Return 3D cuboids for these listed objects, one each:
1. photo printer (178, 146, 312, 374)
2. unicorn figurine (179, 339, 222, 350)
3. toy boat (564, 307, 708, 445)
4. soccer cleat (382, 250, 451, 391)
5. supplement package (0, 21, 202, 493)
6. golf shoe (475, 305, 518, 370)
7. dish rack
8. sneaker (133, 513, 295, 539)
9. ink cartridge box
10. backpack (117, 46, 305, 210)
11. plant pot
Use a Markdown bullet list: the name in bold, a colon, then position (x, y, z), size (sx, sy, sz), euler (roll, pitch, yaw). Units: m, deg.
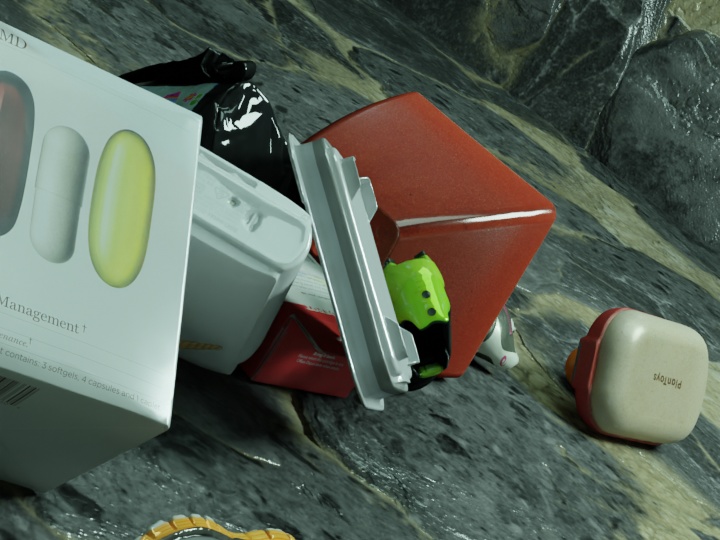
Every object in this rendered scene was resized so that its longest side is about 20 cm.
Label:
- **photo printer**: position (-0.131, -0.010, 1.192), size (0.166, 0.200, 0.070), euler (31, 59, -1)
- **unicorn figurine**: position (-0.196, 0.024, 1.115), size (0.074, 0.138, 0.200), euler (0, 20, 37)
- **toy boat**: position (0.273, 0.109, 1.760), size (0.131, 0.131, 0.200), euler (9, -6, 45)
- **soccer cleat**: position (0.044, 0.063, 1.393), size (0.200, 0.067, 0.081), euler (88, -15, -60)
- **supplement package**: position (-0.210, -0.011, 0.930), size (0.191, 0.147, 0.200), euler (23, 56, -33)
- **golf shoe**: position (0.113, 0.037, 1.729), size (0.088, 0.077, 0.200), euler (50, 13, -20)
- **dish rack**: position (0.000, 0.000, 1.221), size (0.172, 0.043, 0.201), euler (47, 28, -82)
- **sneaker**: position (-0.077, 0.185, 0.912), size (0.077, 0.078, 0.200), euler (49, 21, 27)
- **ink cartridge box**: position (-0.063, 0.036, 1.366), size (0.116, 0.067, 0.200), euler (15, 25, -47)
- **backpack**: position (-0.151, -0.079, 1.299), size (0.200, 0.127, 0.167), euler (7, -46, 36)
- **plant pot**: position (0.017, -0.026, 1.508), size (0.200, 0.200, 0.176), euler (42, 29, 27)
